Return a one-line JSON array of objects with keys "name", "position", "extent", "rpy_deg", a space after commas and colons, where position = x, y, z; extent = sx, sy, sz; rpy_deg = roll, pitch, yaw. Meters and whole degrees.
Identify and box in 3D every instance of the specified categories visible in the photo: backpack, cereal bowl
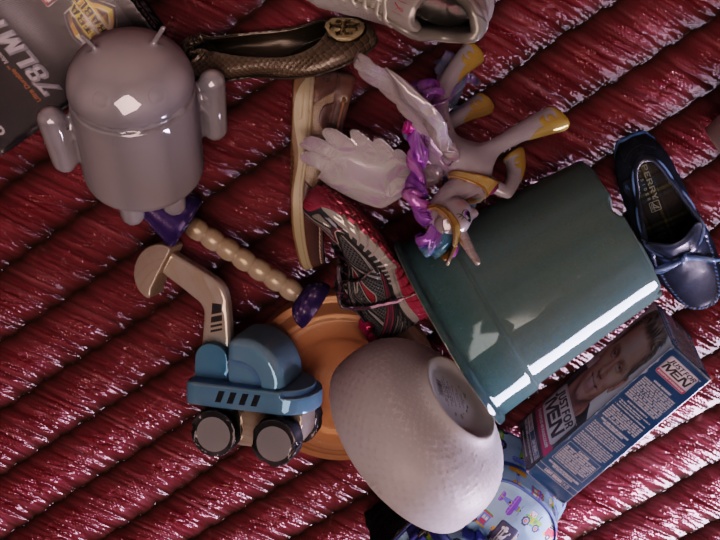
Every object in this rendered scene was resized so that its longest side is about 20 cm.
[{"name": "backpack", "position": [0.126, 0.278, 1.349], "extent": [0.182, 0.135, 0.200], "rpy_deg": [40, 107, -18]}, {"name": "cereal bowl", "position": [0.068, 0.144, 1.209], "extent": [0.200, 0.200, 0.083], "rpy_deg": [42, 118, -17]}]

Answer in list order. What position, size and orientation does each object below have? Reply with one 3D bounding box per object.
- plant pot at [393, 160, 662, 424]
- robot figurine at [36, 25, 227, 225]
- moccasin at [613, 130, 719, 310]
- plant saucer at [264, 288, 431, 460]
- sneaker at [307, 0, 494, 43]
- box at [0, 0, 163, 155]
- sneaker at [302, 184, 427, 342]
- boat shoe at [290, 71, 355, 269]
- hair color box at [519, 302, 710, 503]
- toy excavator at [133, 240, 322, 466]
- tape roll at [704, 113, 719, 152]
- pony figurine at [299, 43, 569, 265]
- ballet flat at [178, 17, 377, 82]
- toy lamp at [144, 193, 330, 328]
[{"name": "plant pot", "position": [0.164, 0.008, 1.198], "extent": [0.195, 0.200, 0.201], "rpy_deg": [-32, 111, 6]}, {"name": "robot figurine", "position": [-0.201, -0.133, 1.133], "extent": [0.169, 0.113, 0.201], "rpy_deg": [-17, 140, -16]}, {"name": "moccasin", "position": [0.295, -0.036, 1.232], "extent": [0.080, 0.068, 0.200], "rpy_deg": [-30, 112, 14]}, {"name": "plant saucer", "position": [-0.020, 0.115, 1.329], "extent": [0.199, 0.032, 0.202], "rpy_deg": [0, 116, 1]}, {"name": "sneaker", "position": [0.026, -0.248, 1.118], "extent": [0.199, 0.100, 0.078], "rpy_deg": [11, 115, -4]}, {"name": "box", "position": [-0.315, -0.240, 1.156], "extent": [0.198, 0.050, 0.200], "rpy_deg": [-32, 111, 13]}, {"name": "sneaker", "position": [0.000, 0.000, 1.206], "extent": [0.074, 0.081, 0.200], "rpy_deg": [-34, 130, 3]}, {"name": "boat shoe", "position": [-0.031, -0.094, 1.210], "extent": [0.071, 0.072, 0.201], "rpy_deg": [1, 112, -2]}, {"name": "hair color box", "position": [0.255, 0.135, 1.296], "extent": [0.060, 0.100, 0.200], "rpy_deg": [40, 109, -15]}, {"name": "toy excavator", "position": [-0.130, 0.076, 1.266], "extent": [0.193, 0.100, 0.202], "rpy_deg": [6, 101, 14]}, {"name": "tape roll", "position": [0.425, -0.101, 1.127], "extent": [0.202, 0.203, 0.139], "rpy_deg": [41, 110, -17]}, {"name": "pony figurine", "position": [0.067, -0.114, 1.128], "extent": [0.193, 0.200, 0.167], "rpy_deg": [39, 145, 3]}, {"name": "ballet flat", "position": [-0.084, -0.205, 1.161], "extent": [0.199, 0.068, 0.047], "rpy_deg": [-7, 123, 11]}, {"name": "toy lamp", "position": [-0.127, -0.017, 1.247], "extent": [0.199, 0.058, 0.058], "rpy_deg": [35, 111, -8]}]
